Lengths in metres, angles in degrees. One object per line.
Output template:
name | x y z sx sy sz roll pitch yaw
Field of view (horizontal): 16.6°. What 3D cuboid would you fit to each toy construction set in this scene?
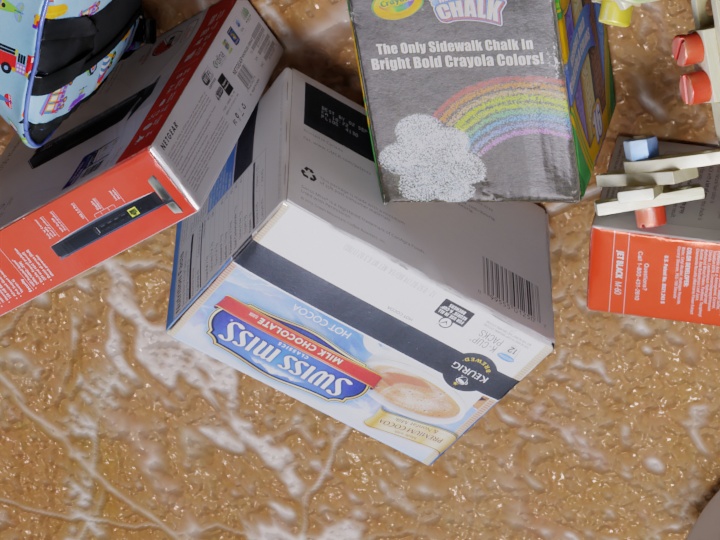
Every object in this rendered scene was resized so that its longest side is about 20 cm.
toy construction set | 0.180 -0.118 1.374 0.131 0.092 0.200 -12 112 -16

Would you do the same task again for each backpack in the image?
backpack | -0.191 -0.175 1.423 0.134 0.200 0.183 19 125 3

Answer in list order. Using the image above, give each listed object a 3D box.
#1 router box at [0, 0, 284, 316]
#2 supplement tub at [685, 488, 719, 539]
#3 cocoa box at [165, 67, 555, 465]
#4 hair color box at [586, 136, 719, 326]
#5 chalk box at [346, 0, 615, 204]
router box | -0.151 -0.067 1.479 0.179 0.200 0.049 -26 112 27
supplement tub | 0.314 0.216 1.568 0.200 0.140 0.140 39 123 -10
cocoa box | 0.000 0.000 1.497 0.200 0.133 0.131 28 126 -22
hair color box | 0.241 -0.017 1.461 0.200 0.111 0.064 7 123 11
chalk box | 0.068 -0.153 1.416 0.124 0.124 0.200 0 120 16
